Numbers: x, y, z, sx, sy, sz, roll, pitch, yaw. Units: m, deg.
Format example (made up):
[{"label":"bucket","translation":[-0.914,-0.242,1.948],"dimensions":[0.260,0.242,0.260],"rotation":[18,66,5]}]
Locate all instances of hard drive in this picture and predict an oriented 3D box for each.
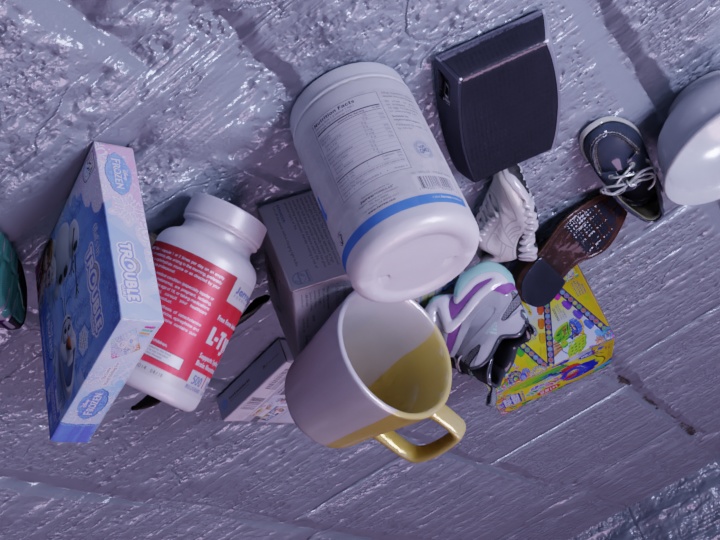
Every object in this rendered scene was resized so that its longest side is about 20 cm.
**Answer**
[{"label":"hard drive","translation":[0.151,-0.174,1.040],"dimensions":[0.134,0.043,0.200],"rotation":[-23,150,-1]}]

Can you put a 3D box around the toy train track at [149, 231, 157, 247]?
[{"label":"toy train track","translation":[-0.270,0.035,1.073],"dimensions":[0.114,0.033,0.200],"rotation":[37,112,-8]}]

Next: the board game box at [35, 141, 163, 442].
[{"label":"board game box","translation":[-0.251,0.022,0.915],"dimensions":[0.043,0.201,0.199],"rotation":[8,138,-34]}]

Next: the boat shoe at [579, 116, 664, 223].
[{"label":"boat shoe","translation":[0.331,-0.120,1.222],"dimensions":[0.074,0.062,0.200],"rotation":[-26,145,17]}]

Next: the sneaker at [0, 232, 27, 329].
[{"label":"sneaker","translation":[-0.385,-0.011,0.922],"dimensions":[0.087,0.075,0.201],"rotation":[-7,142,5]}]

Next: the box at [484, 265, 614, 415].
[{"label":"box","translation":[0.260,0.106,1.448],"dimensions":[0.191,0.123,0.200],"rotation":[-26,160,5]}]

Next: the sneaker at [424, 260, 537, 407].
[{"label":"sneaker","translation":[0.107,0.098,1.090],"dimensions":[0.200,0.141,0.077],"rotation":[-41,147,25]}]

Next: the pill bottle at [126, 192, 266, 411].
[{"label":"pill bottle","translation":[-0.174,0.030,0.987],"dimensions":[0.201,0.112,0.112],"rotation":[-65,149,-10]}]

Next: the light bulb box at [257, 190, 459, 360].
[{"label":"light bulb box","translation":[0.000,0.000,1.127],"dimensions":[0.198,0.126,0.199],"rotation":[-18,149,-12]}]

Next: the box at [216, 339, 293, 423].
[{"label":"box","translation":[-0.083,0.166,1.413],"dimensions":[0.199,0.041,0.156],"rotation":[12,135,-43]}]

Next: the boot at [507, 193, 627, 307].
[{"label":"boot","translation":[0.271,-0.038,1.330],"dimensions":[0.200,0.075,0.097],"rotation":[-43,-165,-7]}]

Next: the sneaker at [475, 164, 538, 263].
[{"label":"sneaker","translation":[0.174,-0.063,1.209],"dimensions":[0.080,0.076,0.200],"rotation":[-14,149,2]}]

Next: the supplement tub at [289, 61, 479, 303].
[{"label":"supplement tub","translation":[0.020,-0.083,0.937],"dimensions":[0.131,0.201,0.132],"rotation":[-17,149,-11]}]

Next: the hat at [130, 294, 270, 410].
[{"label":"hat","translation":[-0.201,0.069,1.115],"dimensions":[0.200,0.081,0.201],"rotation":[-40,-174,5]}]

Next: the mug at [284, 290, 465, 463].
[{"label":"mug","translation":[0.003,0.133,1.051],"dimensions":[0.149,0.188,0.153],"rotation":[-15,162,-47]}]

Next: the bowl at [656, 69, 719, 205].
[{"label":"bowl","translation":[0.435,-0.176,1.185],"dimensions":[0.199,0.091,0.202],"rotation":[-18,149,-11]}]
